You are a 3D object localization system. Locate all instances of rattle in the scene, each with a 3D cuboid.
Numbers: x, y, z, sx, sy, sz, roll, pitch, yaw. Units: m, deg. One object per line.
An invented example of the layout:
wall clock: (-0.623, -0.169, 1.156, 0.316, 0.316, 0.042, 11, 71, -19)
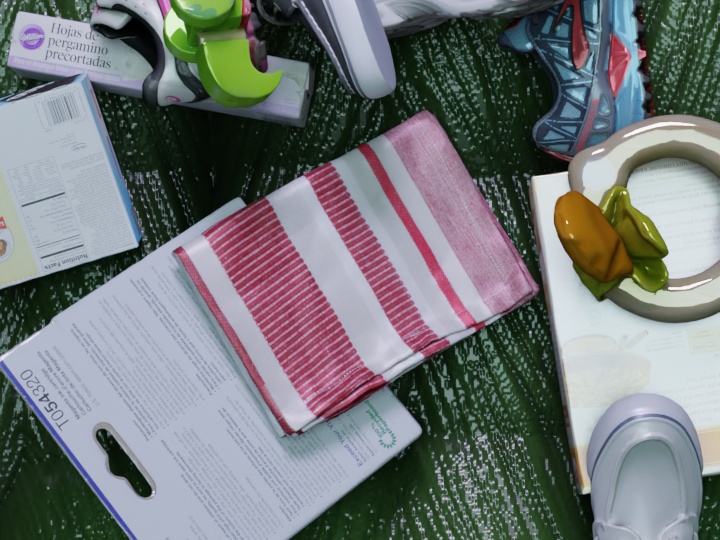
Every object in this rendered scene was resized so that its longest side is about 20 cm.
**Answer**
rattle: (0.217, -0.044, 1.082, 0.199, 0.143, 0.131, -2, 67, 11)

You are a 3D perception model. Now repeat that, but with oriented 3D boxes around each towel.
towel: (0.000, 0.000, 1.190, 0.200, 0.023, 0.144, -29, 83, -20)

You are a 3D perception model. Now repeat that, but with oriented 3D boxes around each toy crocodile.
toy crocodile: (-0.095, -0.193, 1.130, 0.062, 0.068, 0.201, -9, 73, -14)

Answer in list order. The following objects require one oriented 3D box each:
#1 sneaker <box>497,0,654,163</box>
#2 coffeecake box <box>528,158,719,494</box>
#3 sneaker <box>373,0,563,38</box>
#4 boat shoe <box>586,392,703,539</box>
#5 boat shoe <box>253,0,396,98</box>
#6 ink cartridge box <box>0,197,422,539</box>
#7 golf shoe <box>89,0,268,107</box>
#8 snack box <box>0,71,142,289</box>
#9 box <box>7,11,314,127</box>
sneaker: (0.133, -0.168, 1.200, 0.095, 0.079, 0.201, -6, 85, 6)
coffeecake box: (0.197, 0.031, 1.181, 0.153, 0.073, 0.201, -9, 85, 3)
sneaker: (0.058, -0.203, 1.168, 0.199, 0.078, 0.100, -5, 95, 33)
boat shoe: (0.175, 0.167, 1.124, 0.073, 0.065, 0.201, -6, 123, 2)
boat shoe: (-0.041, -0.187, 1.152, 0.066, 0.070, 0.201, -26, 78, 12)
ink cartridge box: (-0.095, 0.083, 1.174, 0.200, 0.043, 0.197, -35, 84, -26)
golf shoe: (-0.139, -0.192, 1.198, 0.092, 0.073, 0.200, -25, 63, -13)
snack box: (-0.255, -0.043, 1.218, 0.199, 0.037, 0.117, -17, 106, 2)
box: (-0.130, -0.132, 1.234, 0.199, 0.041, 0.039, 10, 85, 6)
